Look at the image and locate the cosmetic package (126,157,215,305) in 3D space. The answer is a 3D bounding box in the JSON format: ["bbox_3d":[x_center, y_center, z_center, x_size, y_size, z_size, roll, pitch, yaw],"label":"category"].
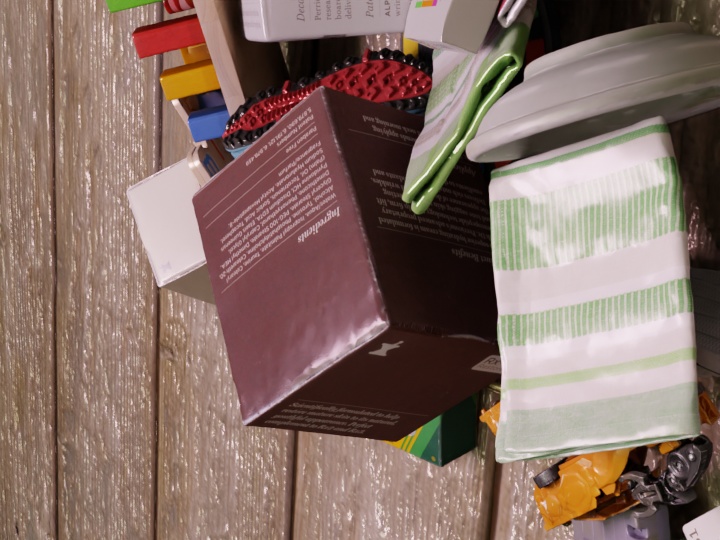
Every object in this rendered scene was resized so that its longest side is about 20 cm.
[{"bbox_3d":[-0.127,-0.026,1.471,0.071,0.200,0.105,-27,72,16],"label":"cosmetic package"}]

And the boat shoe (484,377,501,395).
[{"bbox_3d":[0.139,0.066,1.186,0.200,0.072,0.068,33,121,43],"label":"boat shoe"}]

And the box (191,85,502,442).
[{"bbox_3d":[0.000,0.000,1.172,0.164,0.166,0.200,-35,57,35],"label":"box"}]

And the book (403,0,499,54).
[{"bbox_3d":[0.077,-0.215,1.072,0.200,0.048,0.134,-124,54,-80],"label":"book"}]

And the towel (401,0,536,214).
[{"bbox_3d":[0.078,-0.147,1.083,0.149,0.031,0.200,-59,9,37],"label":"towel"}]

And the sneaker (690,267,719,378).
[{"bbox_3d":[0.225,0.041,1.048,0.200,0.073,0.071,29,150,49],"label":"sneaker"}]

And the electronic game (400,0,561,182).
[{"bbox_3d":[0.090,-0.168,1.223,0.200,0.042,0.200,21,116,55],"label":"electronic game"}]

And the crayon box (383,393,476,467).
[{"bbox_3d":[0.036,0.051,1.322,0.126,0.052,0.200,19,119,40],"label":"crayon box"}]

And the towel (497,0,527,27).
[{"bbox_3d":[0.133,-0.261,1.016,0.144,0.023,0.200,-59,8,40],"label":"towel"}]

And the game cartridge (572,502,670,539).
[{"bbox_3d":[0.196,0.256,1.141,0.130,0.038,0.201,-156,59,-79],"label":"game cartridge"}]

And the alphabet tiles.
[{"bbox_3d":[-0.116,-0.099,1.464,0.196,0.015,0.200,58,-163,-19],"label":"alphabet tiles"}]

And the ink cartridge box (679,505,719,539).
[{"bbox_3d":[0.260,0.232,1.049,0.200,0.048,0.146,-45,60,51],"label":"ink cartridge box"}]

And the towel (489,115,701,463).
[{"bbox_3d":[0.141,0.014,0.983,0.152,0.023,0.200,-16,66,43],"label":"towel"}]

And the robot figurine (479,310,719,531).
[{"bbox_3d":[0.161,0.099,1.049,0.145,0.058,0.200,60,146,9],"label":"robot figurine"}]

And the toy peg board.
[{"bbox_3d":[-0.145,-0.211,1.402,0.200,0.098,0.200,-78,-25,-64],"label":"toy peg board"}]

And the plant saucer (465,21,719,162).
[{"bbox_3d":[0.158,-0.115,0.969,0.200,0.200,0.050,-16,87,59],"label":"plant saucer"}]

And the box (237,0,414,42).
[{"bbox_3d":[-0.031,-0.286,1.246,0.199,0.130,0.201,-136,42,-76],"label":"box"}]

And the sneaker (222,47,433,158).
[{"bbox_3d":[-0.010,-0.117,1.286,0.200,0.096,0.079,-10,48,31],"label":"sneaker"}]
